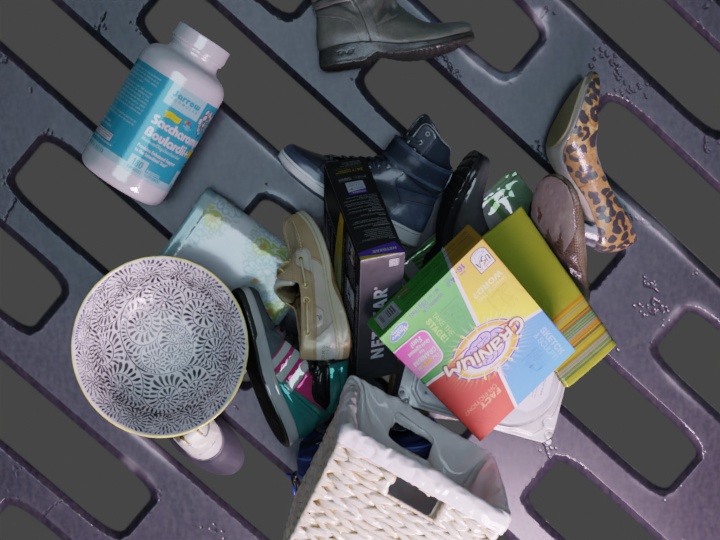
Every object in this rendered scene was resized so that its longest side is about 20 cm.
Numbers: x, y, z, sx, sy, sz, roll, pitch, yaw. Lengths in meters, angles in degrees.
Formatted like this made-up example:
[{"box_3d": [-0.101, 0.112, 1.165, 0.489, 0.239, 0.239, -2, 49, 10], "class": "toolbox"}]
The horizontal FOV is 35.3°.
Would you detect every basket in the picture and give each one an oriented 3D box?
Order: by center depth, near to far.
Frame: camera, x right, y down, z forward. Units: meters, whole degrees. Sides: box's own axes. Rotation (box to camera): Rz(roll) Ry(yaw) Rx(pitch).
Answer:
[{"box_3d": [0.034, 0.244, 1.200, 0.197, 0.200, 0.162, 29, 100, -3], "class": "basket"}]

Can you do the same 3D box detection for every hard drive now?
[{"box_3d": [0.147, 0.112, 1.329, 0.197, 0.038, 0.142, 17, 86, -9], "class": "hard drive"}]

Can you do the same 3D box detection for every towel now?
[{"box_3d": [0.213, 0.031, 1.320, 0.086, 0.018, 0.201, -36, 92, -17], "class": "towel"}, {"box_3d": [-0.176, 0.028, 1.382, 0.170, 0.048, 0.201, 36, 93, -8], "class": "towel"}, {"box_3d": [0.157, -0.004, 1.401, 0.199, 0.023, 0.153, -38, 96, 0], "class": "towel"}]

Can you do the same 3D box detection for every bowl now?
[{"box_3d": [-0.228, 0.086, 1.309, 0.198, 0.094, 0.204, 0, 89, -7], "class": "bowl"}]

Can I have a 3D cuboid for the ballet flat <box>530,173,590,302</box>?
[{"box_3d": [0.246, -0.031, 1.345, 0.046, 0.067, 0.202, -35, 127, -30], "class": "ballet flat"}]

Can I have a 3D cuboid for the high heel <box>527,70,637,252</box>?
[{"box_3d": [0.295, -0.128, 1.376, 0.141, 0.071, 0.203, 17, 95, -12], "class": "high heel"}]

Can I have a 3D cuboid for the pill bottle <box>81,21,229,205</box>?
[{"box_3d": [-0.233, -0.186, 1.326, 0.110, 0.111, 0.201, 31, 94, -4], "class": "pill bottle"}]

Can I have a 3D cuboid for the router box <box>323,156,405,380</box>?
[{"box_3d": [0.000, 0.000, 1.281, 0.051, 0.158, 0.202, -10, 138, -12], "class": "router box"}]

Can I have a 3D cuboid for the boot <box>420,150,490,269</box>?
[{"box_3d": [0.154, -0.035, 1.359, 0.130, 0.070, 0.202, 16, 107, -8], "class": "boot"}]

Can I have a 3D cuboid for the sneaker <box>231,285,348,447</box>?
[{"box_3d": [-0.073, 0.096, 1.348, 0.120, 0.083, 0.202, -25, 108, -23], "class": "sneaker"}]

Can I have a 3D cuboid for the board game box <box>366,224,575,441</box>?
[{"box_3d": [0.124, 0.072, 1.235, 0.153, 0.040, 0.200, -44, 121, 2], "class": "board game box"}]

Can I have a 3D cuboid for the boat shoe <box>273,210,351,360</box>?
[{"box_3d": [-0.067, 0.016, 1.307, 0.068, 0.074, 0.202, -10, 54, -14], "class": "boat shoe"}]

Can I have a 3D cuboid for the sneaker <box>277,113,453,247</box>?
[{"box_3d": [0.015, -0.138, 1.348, 0.201, 0.077, 0.147, 27, 105, -14], "class": "sneaker"}]

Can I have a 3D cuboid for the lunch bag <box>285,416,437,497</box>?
[{"box_3d": [0.008, 0.246, 1.363, 0.197, 0.136, 0.134, -7, 95, 0], "class": "lunch bag"}]

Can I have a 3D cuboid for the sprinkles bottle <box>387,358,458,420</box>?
[{"box_3d": [0.133, 0.153, 1.391, 0.197, 0.068, 0.069, 7, 95, -2], "class": "sprinkles bottle"}]

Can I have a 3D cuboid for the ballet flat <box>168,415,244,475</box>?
[{"box_3d": [-0.220, 0.180, 1.384, 0.073, 0.073, 0.201, -40, 96, 2], "class": "ballet flat"}]

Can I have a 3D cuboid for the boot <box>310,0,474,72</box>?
[{"box_3d": [0.034, -0.317, 1.347, 0.197, 0.068, 0.133, -8, 90, -2], "class": "boot"}]
